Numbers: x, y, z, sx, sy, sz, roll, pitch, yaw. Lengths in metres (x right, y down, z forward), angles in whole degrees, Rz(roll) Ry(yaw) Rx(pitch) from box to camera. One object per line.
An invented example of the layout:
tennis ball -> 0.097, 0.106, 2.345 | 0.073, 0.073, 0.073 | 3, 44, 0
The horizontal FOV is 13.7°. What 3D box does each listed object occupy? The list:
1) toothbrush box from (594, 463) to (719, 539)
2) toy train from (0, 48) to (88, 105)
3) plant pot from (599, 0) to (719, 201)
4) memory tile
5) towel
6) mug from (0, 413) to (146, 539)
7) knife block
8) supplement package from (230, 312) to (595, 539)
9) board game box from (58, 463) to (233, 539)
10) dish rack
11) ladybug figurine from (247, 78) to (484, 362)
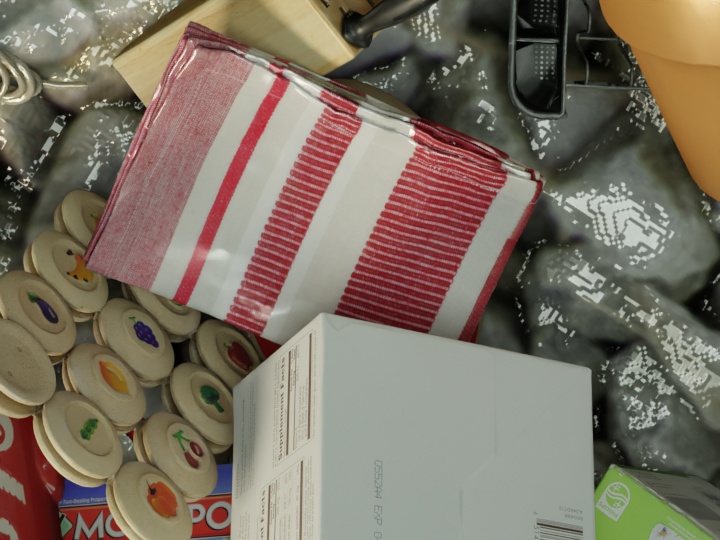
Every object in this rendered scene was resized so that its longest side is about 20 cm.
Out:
toothbrush box -> 0.136, 0.210, 1.586 | 0.086, 0.145, 0.201 | 34, 99, 25
toy train -> -0.236, -0.108, 1.515 | 0.199, 0.116, 0.085 | 10, 101, -6
plant pot -> 0.219, -0.120, 1.466 | 0.199, 0.200, 0.141 | -15, 119, -1
memory tile -> -0.120, 0.047, 1.519 | 0.153, 0.200, 0.017 | 45, 118, -11
towel -> -0.024, -0.025, 1.507 | 0.199, 0.023, 0.144 | 22, 115, -8
mug -> -0.191, 0.152, 1.506 | 0.177, 0.133, 0.201 | -29, 60, 31
knife block -> -0.029, -0.132, 1.495 | 0.200, 0.176, 0.064 | -37, 101, 4
supplement package -> 0.025, 0.144, 1.474 | 0.155, 0.111, 0.201 | 12, 63, -24
board game box -> -0.089, 0.169, 1.563 | 0.199, 0.029, 0.135 | -6, 65, 15
dish rack -> 0.175, -0.157, 1.567 | 0.199, 0.055, 0.154 | 1, 103, -5
ladybug figurine -> 0.000, 0.000, 1.578 | 0.135, 0.072, 0.201 | -16, 103, -1
